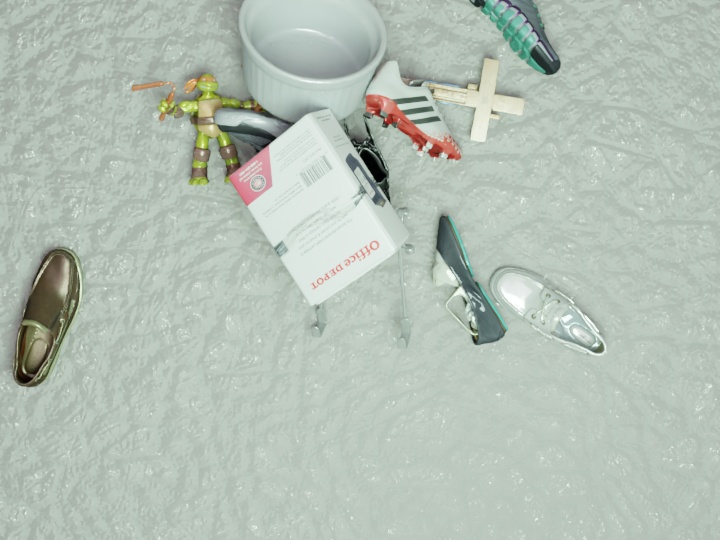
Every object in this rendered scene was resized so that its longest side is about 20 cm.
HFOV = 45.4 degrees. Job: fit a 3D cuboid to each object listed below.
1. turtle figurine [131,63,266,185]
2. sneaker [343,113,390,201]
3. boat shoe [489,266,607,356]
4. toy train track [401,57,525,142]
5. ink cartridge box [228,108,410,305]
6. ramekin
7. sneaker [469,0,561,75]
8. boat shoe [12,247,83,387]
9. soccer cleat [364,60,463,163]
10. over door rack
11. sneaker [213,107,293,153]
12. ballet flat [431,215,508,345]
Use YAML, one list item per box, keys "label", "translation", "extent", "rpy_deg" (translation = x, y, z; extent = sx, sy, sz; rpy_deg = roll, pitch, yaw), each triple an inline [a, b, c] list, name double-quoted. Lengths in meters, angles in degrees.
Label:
- label: "turtle figurine"
  translation: [-0.220, -0.205, 1.212]
  extent: [0.197, 0.064, 0.165]
  rpy_deg: [-9, 105, -25]
- label: "sneaker"
  translation: [0.014, -0.116, 1.216]
  extent: [0.059, 0.104, 0.204]
  rpy_deg: [-13, 96, -2]
- label: "boat shoe"
  translation: [0.282, 0.061, 1.264]
  extent: [0.198, 0.069, 0.072]
  rpy_deg: [31, 95, -5]
- label: "toy train track"
  translation: [0.139, -0.254, 1.249]
  extent: [0.196, 0.033, 0.117]
  rpy_deg: [10, 102, 2]
- label: "ink cartridge box"
  translation: [-0.051, -0.081, 1.110]
  extent: [0.144, 0.084, 0.202]
  rpy_deg: [-33, 92, 23]
- label: "ramekin"
  translation: [-0.069, -0.293, 1.158]
  extent: [0.196, 0.098, 0.204]
  rpy_deg: [6, 56, -9]
- label: "sneaker"
  translation: [0.231, -0.375, 1.221]
  extent: [0.087, 0.074, 0.200]
  rpy_deg: [-44, 95, -3]
- label: "boat shoe"
  translation: [-0.447, 0.070, 1.224]
  extent: [0.073, 0.075, 0.206]
  rpy_deg: [13, 94, -4]
- label: "soccer cleat"
  translation: [0.084, -0.215, 1.194]
  extent: [0.198, 0.068, 0.087]
  rpy_deg: [27, 81, -41]
- label: "over door rack"
  translation: [0.000, 0.000, 1.217]
  extent: [0.145, 0.067, 0.204]
  rpy_deg: [5, 114, 17]
- label: "sneaker"
  translation: [-0.119, -0.152, 1.200]
  extent: [0.197, 0.075, 0.116]
  rpy_deg: [13, 100, -29]
- label: "ballet flat"
  translation: [0.145, 0.022, 1.255]
  extent: [0.072, 0.073, 0.202]
  rpy_deg: [-28, 98, 0]
